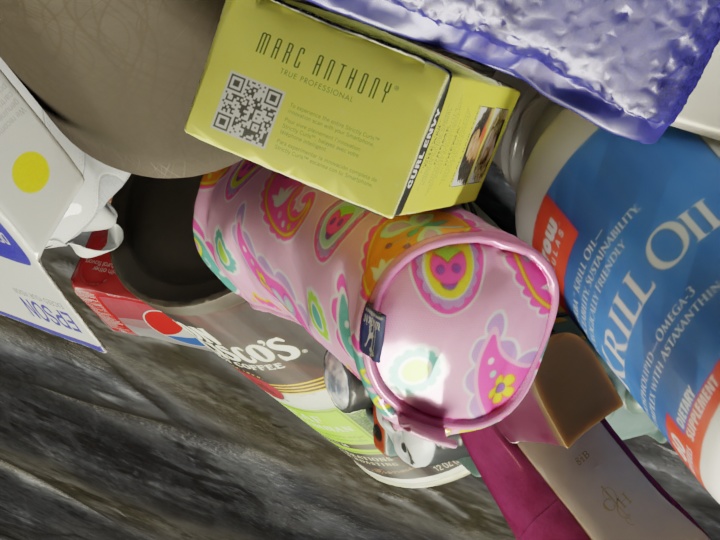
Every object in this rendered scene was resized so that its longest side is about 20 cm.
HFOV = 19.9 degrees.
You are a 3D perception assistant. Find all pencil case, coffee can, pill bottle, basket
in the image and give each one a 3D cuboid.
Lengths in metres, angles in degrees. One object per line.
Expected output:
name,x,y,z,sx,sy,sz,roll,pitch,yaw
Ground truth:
pencil case,0.000,0.000,0.812,0.087,0.088,0.200,35,-179,-30
coffee can,-0.008,0.001,1.029,0.146,0.147,0.200,4,153,42
pill bottle,0.127,-0.011,0.785,0.200,0.112,0.112,54,-176,40
basket,-0.074,-0.122,0.711,0.136,0.180,0.200,44,164,15

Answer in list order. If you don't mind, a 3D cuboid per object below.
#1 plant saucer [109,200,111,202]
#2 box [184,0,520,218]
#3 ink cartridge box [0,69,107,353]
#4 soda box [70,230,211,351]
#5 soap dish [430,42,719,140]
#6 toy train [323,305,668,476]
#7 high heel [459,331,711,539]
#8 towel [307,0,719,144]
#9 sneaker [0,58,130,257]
plant saucer,-0.193,-0.088,1.128,0.199,0.032,0.200,26,172,4
box,0.004,-0.056,0.699,0.075,0.050,0.200,22,-172,7
ink cartridge box,-0.183,-0.068,0.787,0.197,0.047,0.200,15,147,56
soda box,-0.073,0.010,1.234,0.199,0.070,0.063,11,158,30
soap dish,0.107,-0.118,0.697,0.199,0.082,0.158,19,160,12
toy train,0.086,0.039,0.923,0.199,0.086,0.114,-10,-157,-24
high heel,0.093,0.109,0.830,0.096,0.067,0.201,0,113,65
towel,0.066,-0.146,0.571,0.147,0.050,0.201,22,119,-14
sneaker,-0.162,-0.097,0.950,0.114,0.202,0.075,-1,-179,-29
